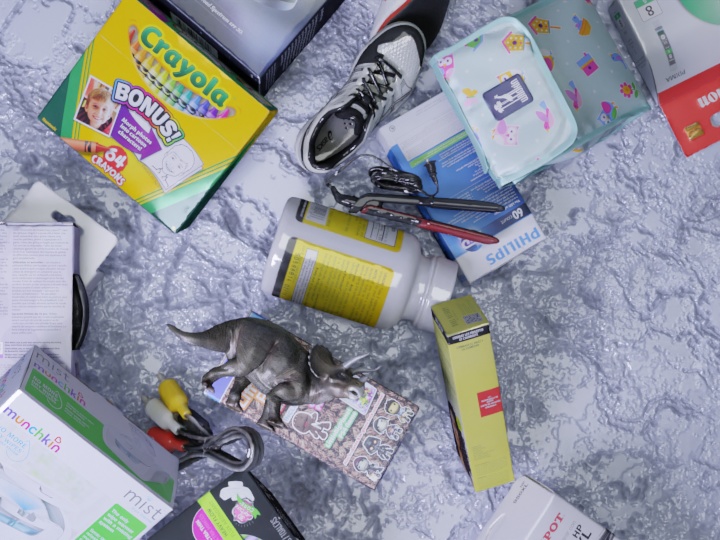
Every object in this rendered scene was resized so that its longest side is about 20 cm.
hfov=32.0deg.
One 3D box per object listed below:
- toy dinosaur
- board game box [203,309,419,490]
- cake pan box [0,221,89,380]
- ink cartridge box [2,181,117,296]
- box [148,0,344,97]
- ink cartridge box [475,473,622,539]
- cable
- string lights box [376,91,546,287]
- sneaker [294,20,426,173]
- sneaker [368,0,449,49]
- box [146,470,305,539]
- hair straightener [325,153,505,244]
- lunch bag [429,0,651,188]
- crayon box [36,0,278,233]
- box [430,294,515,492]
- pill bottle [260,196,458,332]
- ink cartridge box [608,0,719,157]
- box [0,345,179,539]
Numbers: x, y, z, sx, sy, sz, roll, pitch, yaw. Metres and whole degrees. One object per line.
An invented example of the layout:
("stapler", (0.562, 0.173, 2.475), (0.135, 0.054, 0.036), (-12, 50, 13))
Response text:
("toy dinosaur", (-0.092, 0.092, 1.221), (0.200, 0.077, 0.102), (28, 73, 4))
("board game box", (-0.053, 0.136, 1.326), (0.200, 0.159, 0.097), (30, 84, 0))
("cake pan box", (-0.384, 0.042, 1.297), (0.199, 0.052, 0.185), (-1, 89, -5))
("ink cartridge box", (-0.361, 0.017, 1.360), (0.116, 0.068, 0.200), (36, 84, -1))
("box", (-0.124, -0.334, 1.382), (0.200, 0.123, 0.199), (40, 82, -1))
("ink cartridge box", (0.221, 0.335, 1.340), (0.200, 0.084, 0.145), (37, 84, -17))
("cable", (-0.176, 0.181, 1.317), (0.050, 0.200, 0.097), (12, 96, -37))
("string lights box", (0.111, -0.094, 1.408), (0.103, 0.059, 0.200), (-30, 88, -5))
("sneaker", (0.007, -0.182, 1.373), (0.076, 0.088, 0.200), (36, 99, -12))
("sneaker", (0.058, -0.326, 1.424), (0.067, 0.108, 0.202), (15, 120, -29))
("box", (-0.147, 0.331, 1.298), (0.200, 0.124, 0.149), (-37, 64, -5))
("hair straightener", (0.060, -0.085, 1.363), (0.199, 0.041, 0.077), (13, 89, 7))
("lunch bag", (0.189, -0.196, 1.372), (0.200, 0.122, 0.171), (-26, 86, -27))
("crayon box", (-0.220, -0.171, 1.366), (0.200, 0.058, 0.173), (40, 104, 0))
("box", (0.120, 0.133, 1.338), (0.050, 0.075, 0.201), (-14, 115, -6))
("pill bottle", (0.000, 0.000, 1.366), (0.199, 0.111, 0.112), (18, 84, -2))
("ink cartridge box", (0.403, -0.256, 1.449), (0.161, 0.050, 0.200), (-26, 85, -6))
("box", (-0.314, 0.208, 1.262), (0.176, 0.097, 0.200), (-41, 111, 15))
